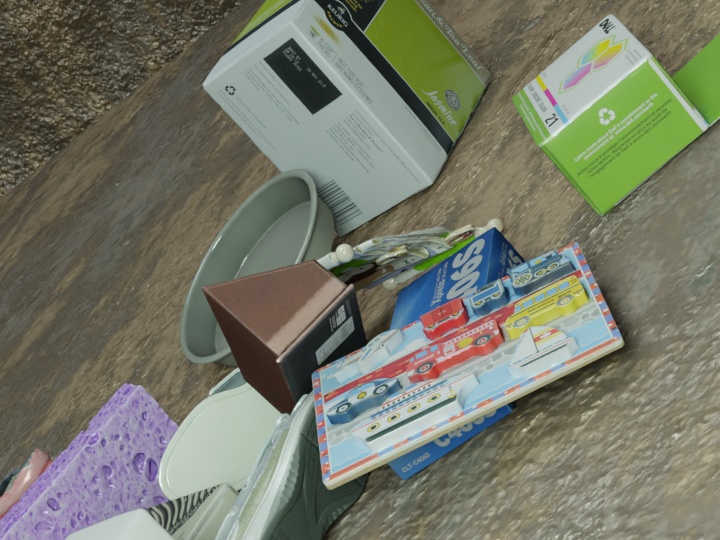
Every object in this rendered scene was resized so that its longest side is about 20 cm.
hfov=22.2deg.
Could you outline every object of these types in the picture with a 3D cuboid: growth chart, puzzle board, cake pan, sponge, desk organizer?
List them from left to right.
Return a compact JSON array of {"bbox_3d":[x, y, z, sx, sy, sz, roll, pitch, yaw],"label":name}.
[{"bbox_3d":[-0.205,0.194,1.401,0.200,0.112,0.030,-49,28,-21],"label":"sponge"},{"bbox_3d":[-0.091,0.003,1.668,0.200,0.037,0.201,-41,30,31],"label":"cake pan"},{"bbox_3d":[-0.047,0.048,1.288,0.072,0.077,0.200,-45,-19,-12],"label":"desk organizer"},{"bbox_3d":[0.000,0.000,1.410,0.200,0.018,0.145,-10,-16,-48],"label":"growth chart"},{"bbox_3d":[0.060,0.054,1.157,0.199,0.017,0.151,-27,21,7],"label":"puzzle board"}]

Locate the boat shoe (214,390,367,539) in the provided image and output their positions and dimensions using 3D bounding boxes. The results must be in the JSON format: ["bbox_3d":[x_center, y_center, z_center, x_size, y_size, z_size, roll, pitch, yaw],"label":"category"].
[{"bbox_3d":[-0.051,0.151,1.218,0.065,0.075,0.202,-12,39,36],"label":"boat shoe"}]

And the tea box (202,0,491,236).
[{"bbox_3d":[-0.008,-0.180,1.734,0.133,0.200,0.197,-29,20,40],"label":"tea box"}]

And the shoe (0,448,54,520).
[{"bbox_3d":[-0.279,0.228,1.480,0.200,0.091,0.072,-47,9,28],"label":"shoe"}]

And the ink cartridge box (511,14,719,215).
[{"bbox_3d":[0.218,-0.149,1.349,0.200,0.076,0.148,-41,16,10],"label":"ink cartridge box"}]

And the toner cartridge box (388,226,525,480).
[{"bbox_3d":[0.062,0.053,1.263,0.095,0.043,0.200,-36,18,23],"label":"toner cartridge box"}]

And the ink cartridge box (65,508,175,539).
[{"bbox_3d":[-0.144,0.259,1.039,0.084,0.146,0.200,-26,24,44],"label":"ink cartridge box"}]

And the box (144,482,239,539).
[{"bbox_3d":[-0.145,0.215,1.290,0.200,0.068,0.082,-24,24,47],"label":"box"}]

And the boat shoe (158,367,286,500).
[{"bbox_3d":[-0.085,0.112,1.430,0.200,0.073,0.062,-47,3,-25],"label":"boat shoe"}]
